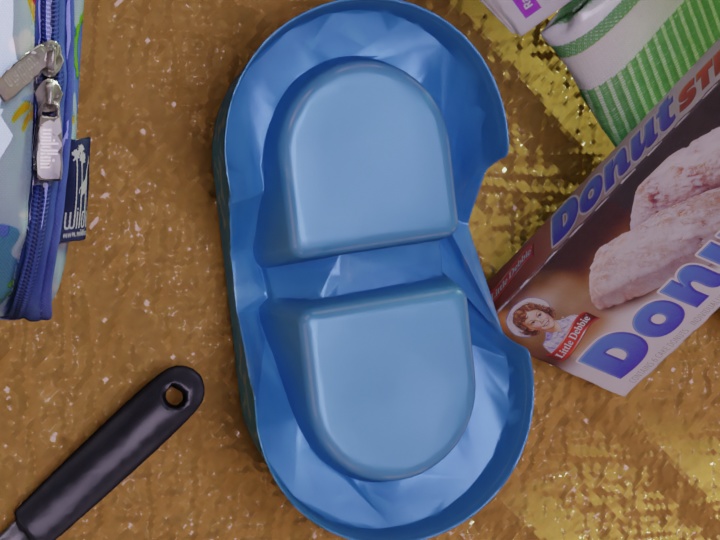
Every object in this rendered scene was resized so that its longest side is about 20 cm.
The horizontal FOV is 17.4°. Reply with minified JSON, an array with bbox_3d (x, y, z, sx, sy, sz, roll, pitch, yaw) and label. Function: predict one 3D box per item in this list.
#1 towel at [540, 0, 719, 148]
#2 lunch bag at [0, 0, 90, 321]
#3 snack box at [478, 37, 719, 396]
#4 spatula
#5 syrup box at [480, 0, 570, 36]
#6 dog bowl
[{"bbox_3d":[0.164,-0.075,0.920,0.153,0.023,0.200,-49,128,-12],"label":"towel"},{"bbox_3d":[-0.144,-0.068,0.735,0.082,0.200,0.161,0,92,-22],"label":"lunch bag"},{"bbox_3d":[0.127,-0.029,0.864,0.072,0.200,0.024,23,42,-21],"label":"snack box"},{"bbox_3d":[-0.131,0.105,0.845,0.200,0.021,0.057,-44,94,-16],"label":"spatula"},{"bbox_3d":[0.106,-0.183,0.844,0.200,0.079,0.081,-34,122,9],"label":"syrup box"},{"bbox_3d":[0.000,0.000,0.876,0.111,0.050,0.201,-9,96,-21],"label":"dog bowl"}]
